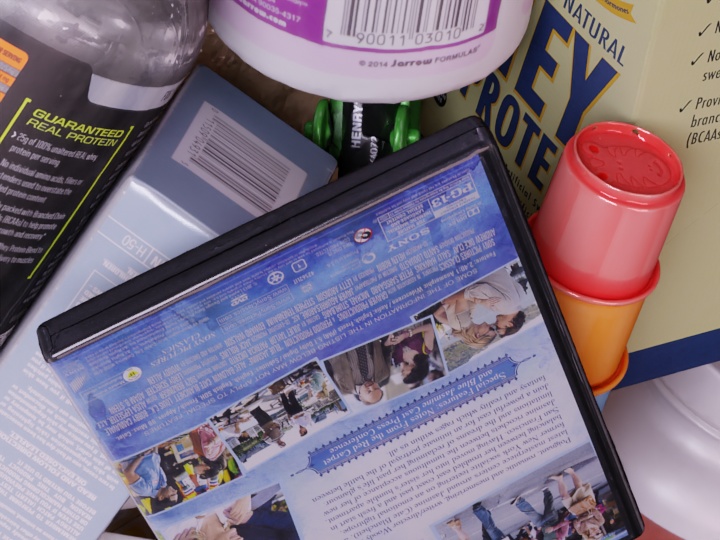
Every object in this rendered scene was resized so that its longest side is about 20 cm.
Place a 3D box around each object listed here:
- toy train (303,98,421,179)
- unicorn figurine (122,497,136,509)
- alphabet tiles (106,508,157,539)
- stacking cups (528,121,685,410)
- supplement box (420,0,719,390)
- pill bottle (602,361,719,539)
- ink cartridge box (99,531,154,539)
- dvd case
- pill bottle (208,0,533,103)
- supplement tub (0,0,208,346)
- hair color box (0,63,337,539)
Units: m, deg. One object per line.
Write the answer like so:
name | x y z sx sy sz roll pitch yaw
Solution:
toy train | 0.000 0.000 0.907 0.041 0.056 0.201 6 102 10
unicorn figurine | -0.069 0.054 0.940 0.200 0.074 0.137 -44 145 4
alphabet tiles | -0.097 0.064 0.993 0.199 0.008 0.168 -31 141 -8
stacking cups | 0.063 0.039 0.861 0.060 0.061 0.201 -7 136 -31
supplement box | 0.138 -0.089 0.915 0.199 0.134 0.201 -14 136 -25
pill bottle | 0.121 0.111 1.117 0.112 0.112 0.201 6 124 -40
ink cartridge box | -0.066 0.176 1.000 0.115 0.068 0.200 10 150 -10
dvd case | 0.002 0.052 0.795 0.142 0.018 0.200 -26 136 -1
pill bottle | 0.010 -0.159 0.771 0.112 0.112 0.201 -15 136 -24
supplement tub | -0.127 -0.055 0.762 0.122 0.123 0.200 17 117 -45
hair color box | -0.092 0.040 0.836 0.060 0.099 0.200 35 115 -7
